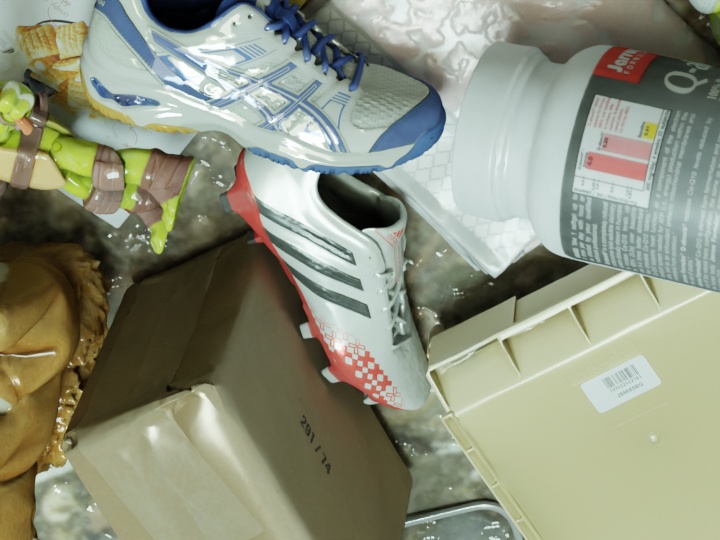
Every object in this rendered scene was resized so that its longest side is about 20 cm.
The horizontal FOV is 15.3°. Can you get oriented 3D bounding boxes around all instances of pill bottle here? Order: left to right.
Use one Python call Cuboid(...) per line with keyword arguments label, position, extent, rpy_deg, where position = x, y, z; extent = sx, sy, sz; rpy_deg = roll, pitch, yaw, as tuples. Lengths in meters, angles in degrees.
Cuboid(label="pill bottle", position=(0.156, -0.054, 1.400), extent=(0.199, 0.116, 0.116), rpy_deg=(14, 122, 17))

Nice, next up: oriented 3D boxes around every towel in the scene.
Cuboid(label="towel", position=(0.075, -0.111, 1.480), extent=(0.191, 0.032, 0.200), rpy_deg=(-39, 110, 24))

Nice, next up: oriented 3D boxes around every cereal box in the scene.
Cuboid(label="cereal box", position=(-0.135, -0.134, 1.481), extent=(0.144, 0.040, 0.200), rpy_deg=(33, 117, -15))

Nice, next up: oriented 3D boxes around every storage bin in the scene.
Cuboid(label="storage bin", position=(0.168, 0.074, 1.542), extent=(0.200, 0.094, 0.199), rpy_deg=(-27, 113, 20))

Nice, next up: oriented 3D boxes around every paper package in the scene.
Cuboid(label="paper package", position=(-0.064, 0.109, 1.527), extent=(0.103, 0.191, 0.200), rpy_deg=(-22, 114, 20))

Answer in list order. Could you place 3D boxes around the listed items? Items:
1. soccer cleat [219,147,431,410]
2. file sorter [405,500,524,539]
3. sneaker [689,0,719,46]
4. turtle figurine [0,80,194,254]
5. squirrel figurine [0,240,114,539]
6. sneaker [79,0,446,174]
Cuboid(label="soccer cleat", position=(0.000, 0.000, 1.523), extent=(0.085, 0.069, 0.200), rpy_deg=(-19, 119, 27))
Cuboid(label="file sorter", position=(0.046, 0.252, 1.595), extent=(0.124, 0.200, 0.139), rpy_deg=(-14, 118, 11))
Cuboid(label="sneaker", position=(0.226, -0.160, 1.422), extent=(0.105, 0.076, 0.200), rpy_deg=(-31, 120, 8))
Cuboid(label="turtle figurine", position=(-0.178, -0.058, 1.472), extent=(0.161, 0.065, 0.200), rpy_deg=(17, 149, -8))
Cuboid(label="squirrel figurine", position=(-0.204, 0.086, 1.520), extent=(0.141, 0.200, 0.187), rpy_deg=(1, 105, 25))
Cuboid(label="sneaker", position=(-0.048, -0.111, 1.423), extent=(0.199, 0.075, 0.088), rpy_deg=(10, 123, -5))
